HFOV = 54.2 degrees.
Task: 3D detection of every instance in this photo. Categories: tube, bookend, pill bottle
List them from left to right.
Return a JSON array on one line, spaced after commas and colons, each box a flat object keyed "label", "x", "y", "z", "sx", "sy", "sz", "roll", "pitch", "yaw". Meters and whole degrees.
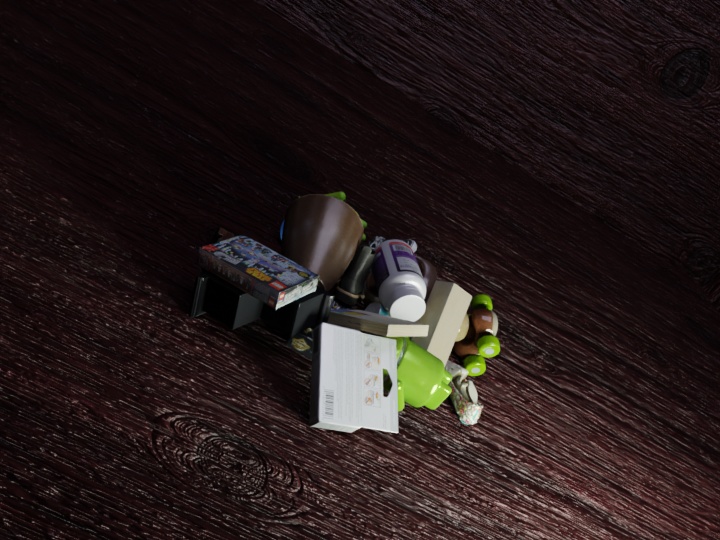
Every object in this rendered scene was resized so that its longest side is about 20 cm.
[{"label": "bookend", "x": -0.191, "y": 0.069, "z": 1.385, "sx": 0.199, "sy": 0.093, "sz": 0.198, "roll": 27, "pitch": 24, "yaw": 23}, {"label": "tube", "x": 0.082, "y": 0.148, "z": 1.649, "sx": 0.200, "sy": 0.050, "sz": 0.078, "roll": 44, "pitch": 23, "yaw": -37}, {"label": "pill bottle", "x": 0.090, "y": 0.027, "z": 1.629, "sx": 0.111, "sy": 0.112, "sz": 0.201, "roll": 22, "pitch": 30, "yaw": -24}]

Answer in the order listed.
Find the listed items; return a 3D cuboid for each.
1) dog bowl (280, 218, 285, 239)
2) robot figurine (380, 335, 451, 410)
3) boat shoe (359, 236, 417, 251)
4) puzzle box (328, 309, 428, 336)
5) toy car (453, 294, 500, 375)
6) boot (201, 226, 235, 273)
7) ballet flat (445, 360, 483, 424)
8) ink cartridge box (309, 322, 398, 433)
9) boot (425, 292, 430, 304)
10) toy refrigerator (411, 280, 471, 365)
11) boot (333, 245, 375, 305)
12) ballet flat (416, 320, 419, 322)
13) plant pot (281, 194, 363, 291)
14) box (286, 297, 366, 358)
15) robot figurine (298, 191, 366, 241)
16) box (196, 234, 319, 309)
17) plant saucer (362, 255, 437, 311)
[{"label": "dog bowl", "x": -0.106, "y": -0.066, "z": 1.737, "sx": 0.200, "sy": 0.112, "sz": 0.050, "roll": 40, "pitch": 11, "yaw": 13}, {"label": "robot figurine", "x": 0.097, "y": 0.212, "z": 1.503, "sx": 0.199, "sy": 0.116, "sz": 0.176, "roll": 32, "pitch": 33, "yaw": -11}, {"label": "boat shoe", "x": 0.042, "y": -0.050, "z": 1.781, "sx": 0.074, "sy": 0.198, "sz": 0.068, "roll": -78, "pitch": 149, "yaw": -52}, {"label": "puzzle box", "x": 0.026, "y": 0.109, "z": 1.478, "sx": 0.199, "sy": 0.026, "sz": 0.133, "roll": 9, "pitch": 3, "yaw": 44}, {"label": "toy car", "x": 0.229, "y": 0.146, "z": 1.760, "sx": 0.199, "sy": 0.158, "sz": 0.165, "roll": 13, "pitch": 44, "yaw": -14}, {"label": "boot", "x": -0.240, "y": -0.002, "z": 1.545, "sx": 0.199, "sy": 0.064, "sz": 0.187, "roll": 31, "pitch": 29, "yaw": -18}, {"label": "ballet flat", "x": 0.236, "y": 0.269, "z": 1.648, "sx": 0.075, "sy": 0.064, "sz": 0.201, "roll": 14, "pitch": 34, "yaw": -33}, {"label": "ink cartridge box", "x": -0.011, "y": 0.215, "z": 1.380, "sx": 0.173, "sy": 0.044, "sz": 0.201, "roll": 15, "pitch": 59, "yaw": -26}, {"label": "boot", "x": 0.122, "y": 0.048, "z": 1.779, "sx": 0.201, "sy": 0.131, "sz": 0.070, "roll": -98, "pitch": 162, "yaw": -46}, {"label": "toy refrigerator", "x": 0.182, "y": 0.131, "z": 1.655, "sx": 0.076, "sy": 0.201, "sz": 0.070, "roll": 33, "pitch": -16, "yaw": -36}, {"label": "boot", "x": 0.000, "y": 0.000, "z": 1.676, "sx": 0.077, "sy": 0.139, "sz": 0.200, "roll": 25, "pitch": 8, "yaw": -4}, {"label": "ballet flat", "x": 0.116, "y": 0.060, "z": 1.851, "sx": 0.046, "sy": 0.068, "sz": 0.201, "roll": -13, "pitch": 51, "yaw": -17}, {"label": "plant pot", "x": -0.101, "y": -0.033, "z": 1.561, "sx": 0.186, "sy": 0.187, "sz": 0.201, "roll": 28, "pitch": 45, "yaw": -15}, {"label": "box", "x": -0.067, "y": 0.130, "z": 1.542, "sx": 0.158, "sy": 0.046, "sz": 0.200, "roll": 30, "pitch": 28, "yaw": -10}, {"label": "robot figurine", "x": -0.083, "y": -0.124, "z": 1.841, "sx": 0.199, "sy": 0.116, "sz": 0.176, "roll": 23, "pitch": 53, "yaw": -23}, {"label": "box", "x": -0.198, "y": -0.002, "z": 1.368, "sx": 0.199, "sy": 0.040, "sz": 0.137, "roll": 27, "pitch": 26, "yaw": 21}, {"label": "plant saucer", "x": 0.090, "y": 0.024, "z": 1.750, "sx": 0.201, "sy": 0.199, "sz": 0.032, "roll": -102, "pitch": 171, "yaw": -52}]
